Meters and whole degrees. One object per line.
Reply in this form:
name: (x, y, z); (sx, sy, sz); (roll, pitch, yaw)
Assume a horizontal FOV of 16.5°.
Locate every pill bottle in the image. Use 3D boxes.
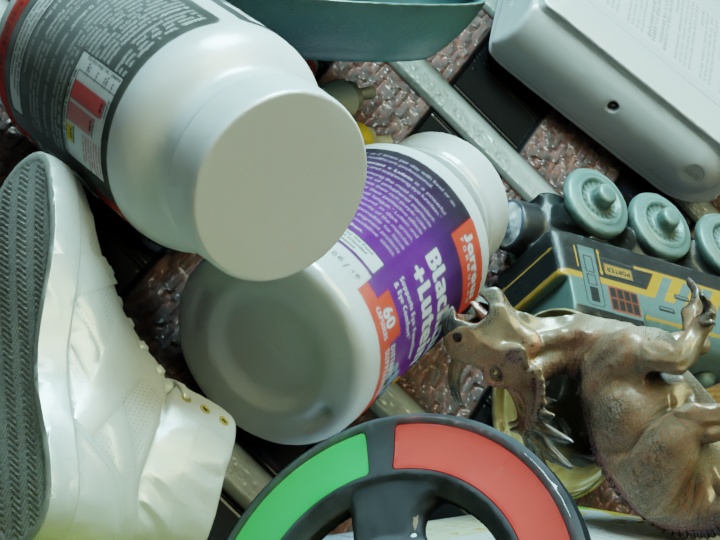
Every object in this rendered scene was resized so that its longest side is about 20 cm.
pill bottle: (-0.089, -0.077, 1.204); (0.115, 0.116, 0.200); (12, 16, -38)
pill bottle: (0.000, 0.000, 1.297); (0.112, 0.111, 0.200); (49, 37, 1)

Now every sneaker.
sneaker: (-0.120, 0.048, 1.177); (0.115, 0.074, 0.201); (16, 57, -37)

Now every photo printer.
photo printer: (0.184, -0.146, 1.641); (0.200, 0.069, 0.167); (36, 39, -18)

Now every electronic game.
electronic game: (0.014, 0.158, 1.114); (0.042, 0.199, 0.201); (44, 28, -52)

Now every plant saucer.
plant saucer: (-0.031, -0.140, 1.368); (0.199, 0.199, 0.036); (-6, 104, -47)

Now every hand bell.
hand bell: (0.181, 0.076, 1.411); (0.199, 0.104, 0.105); (2, 57, -41)

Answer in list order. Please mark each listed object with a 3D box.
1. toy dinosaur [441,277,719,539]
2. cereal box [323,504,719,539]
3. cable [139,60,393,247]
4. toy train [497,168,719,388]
toy dinosaur: (0.141, 0.081, 1.249); (0.200, 0.135, 0.086); (55, 6, 28)
cereal box: (0.088, 0.151, 1.236); (0.199, 0.143, 0.040); (-3, 97, -45)
cable: (-0.064, -0.079, 1.351); (0.097, 0.050, 0.200); (52, 35, 8)
toy train: (0.166, 0.016, 1.472); (0.199, 0.085, 0.115); (16, 51, -32)
